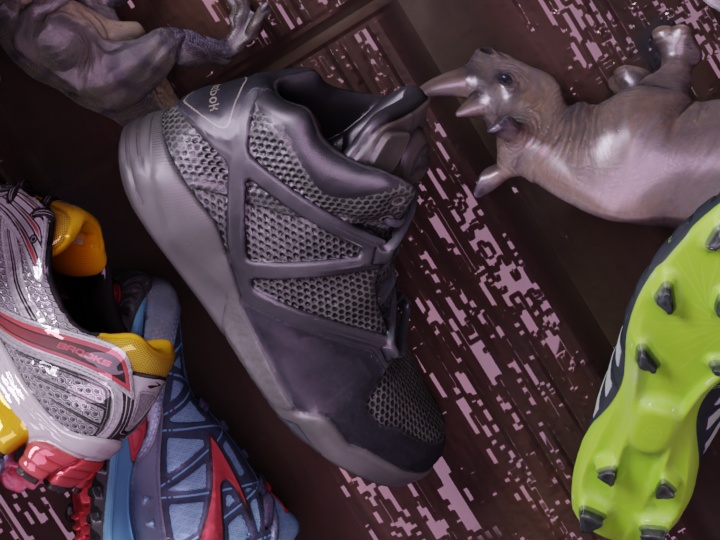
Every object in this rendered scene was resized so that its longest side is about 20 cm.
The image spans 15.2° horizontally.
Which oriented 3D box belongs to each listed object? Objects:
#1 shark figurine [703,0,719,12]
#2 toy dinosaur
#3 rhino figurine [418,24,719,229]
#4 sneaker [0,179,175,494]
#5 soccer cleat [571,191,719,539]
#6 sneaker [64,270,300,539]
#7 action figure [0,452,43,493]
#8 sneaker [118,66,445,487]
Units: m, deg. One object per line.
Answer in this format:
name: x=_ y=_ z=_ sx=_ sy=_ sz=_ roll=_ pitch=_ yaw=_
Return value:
shark figurine: x=0.147 y=-0.131 z=1.034 sx=0.089 sy=0.128 sz=0.215 roll=-25 pitch=72 yaw=-26
toy dinosaur: x=-0.092 y=-0.095 z=1.112 sx=0.200 sy=0.047 sz=0.088 roll=40 pitch=81 yaw=-24
rhino figurine: x=0.119 y=-0.053 z=1.102 sx=0.200 sy=0.060 sz=0.088 roll=11 pitch=55 yaw=-3
sneaker: x=-0.143 y=-0.010 z=1.085 sx=0.082 sy=0.078 sz=0.200 roll=-43 pitch=71 yaw=14
soccer cleat: x=0.133 y=0.027 z=1.091 sx=0.067 sy=0.081 sz=0.200 roll=19 pitch=130 yaw=-4
sneaker: x=-0.075 y=0.096 z=1.145 sx=0.095 sy=0.079 sz=0.200 roll=-5 pitch=102 yaw=-21
action figure: x=-0.227 y=0.086 z=1.096 sx=0.200 sy=0.134 sz=0.149 roll=5 pitch=103 yaw=-2
sneaker: x=0.000 y=0.000 z=1.096 sx=0.114 sy=0.076 sz=0.200 roll=-25 pitch=114 yaw=20
